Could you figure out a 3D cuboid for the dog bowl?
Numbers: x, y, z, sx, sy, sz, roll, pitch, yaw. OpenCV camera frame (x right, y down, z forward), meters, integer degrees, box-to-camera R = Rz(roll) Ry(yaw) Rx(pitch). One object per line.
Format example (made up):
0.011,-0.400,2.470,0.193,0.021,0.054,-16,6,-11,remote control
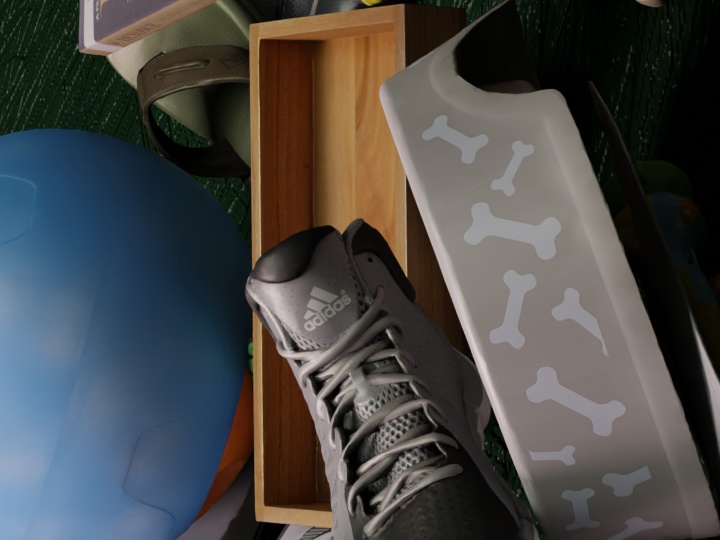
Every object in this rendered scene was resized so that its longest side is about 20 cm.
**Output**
0.062,0.008,1.014,0.200,0.059,0.200,-20,-90,-88,dog bowl

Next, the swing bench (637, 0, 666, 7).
0.065,-0.195,1.005,0.130,0.199,0.201,20,104,63,swing bench

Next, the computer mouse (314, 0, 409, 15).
-0.018,-0.054,1.342,0.059,0.034,0.200,42,124,58,computer mouse

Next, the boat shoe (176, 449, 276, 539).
-0.068,0.169,1.372,0.071,0.091,0.201,-2,57,42,boat shoe

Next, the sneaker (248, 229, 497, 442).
0.013,0.041,1.211,0.200,0.078,0.085,-39,52,56,sneaker

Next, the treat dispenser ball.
-0.138,0.037,1.317,0.201,0.200,0.201,-19,69,62,treat dispenser ball

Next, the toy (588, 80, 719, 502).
0.128,0.029,0.989,0.200,0.047,0.115,-111,2,-51,toy

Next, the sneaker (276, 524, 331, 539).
-0.027,0.191,1.284,0.200,0.078,0.140,-68,28,13,sneaker

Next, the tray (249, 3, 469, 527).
0.000,0.000,1.151,0.099,0.037,0.201,-1,90,51,tray

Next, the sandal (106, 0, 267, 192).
-0.064,-0.074,1.330,0.201,0.057,0.080,44,136,39,sandal

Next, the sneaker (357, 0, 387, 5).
0.049,-0.179,1.159,0.084,0.075,0.200,-6,45,28,sneaker

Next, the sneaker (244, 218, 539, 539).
-0.001,0.048,0.993,0.116,0.075,0.200,59,-173,-24,sneaker

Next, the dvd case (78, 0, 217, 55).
-0.058,-0.164,1.010,0.200,0.016,0.149,166,106,-65,dvd case

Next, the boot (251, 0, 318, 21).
-0.051,-0.175,1.366,0.073,0.090,0.200,27,110,62,boot
